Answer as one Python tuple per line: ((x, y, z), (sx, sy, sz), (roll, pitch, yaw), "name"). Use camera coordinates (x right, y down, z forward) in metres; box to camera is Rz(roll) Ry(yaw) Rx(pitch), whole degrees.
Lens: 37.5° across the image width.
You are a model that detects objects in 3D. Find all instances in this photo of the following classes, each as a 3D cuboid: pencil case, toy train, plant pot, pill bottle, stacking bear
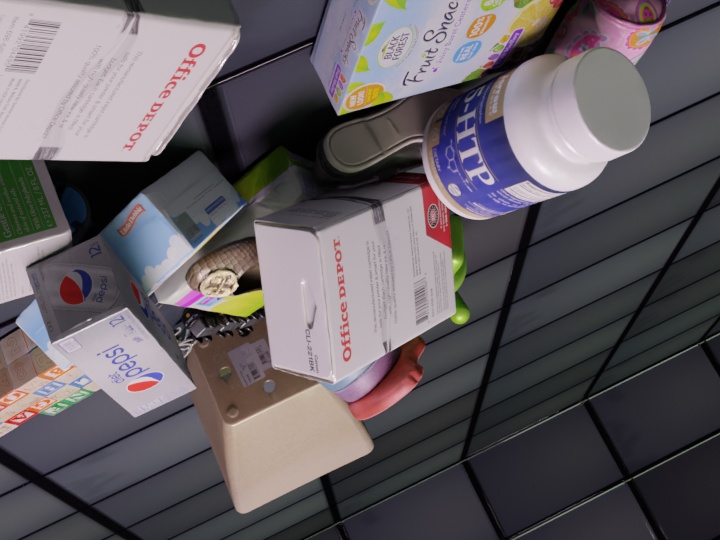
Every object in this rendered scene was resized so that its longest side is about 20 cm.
((0.224, -0.212, 1.052), (0.086, 0.088, 0.201), (-17, 156, -25), "pencil case")
((-0.154, 0.050, 1.201), (0.034, 0.046, 0.200), (-43, 171, 11), "toy train")
((-0.116, 0.152, 1.350), (0.198, 0.201, 0.178), (-24, 149, -9), "plant pot")
((0.155, -0.123, 0.946), (0.118, 0.122, 0.199), (-13, 177, -33), "pill bottle")
((-0.032, 0.064, 1.219), (0.113, 0.200, 0.122), (-39, -168, 17), "stacking bear")

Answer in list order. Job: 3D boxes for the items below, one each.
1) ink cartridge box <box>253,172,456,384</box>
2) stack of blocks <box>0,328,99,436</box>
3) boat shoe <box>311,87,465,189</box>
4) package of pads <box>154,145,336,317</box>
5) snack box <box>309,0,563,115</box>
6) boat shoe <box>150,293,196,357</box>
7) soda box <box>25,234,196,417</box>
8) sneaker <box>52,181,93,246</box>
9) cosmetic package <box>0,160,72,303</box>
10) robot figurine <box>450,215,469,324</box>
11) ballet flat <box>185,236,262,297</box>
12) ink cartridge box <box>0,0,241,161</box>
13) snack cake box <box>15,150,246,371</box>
((0.000, 0.000, 1.004), (0.083, 0.147, 0.199), (7, -159, 38), "ink cartridge box")
((-0.356, 0.117, 1.133), (0.198, 0.059, 0.115), (-31, 159, 7), "stack of blocks")
((0.036, -0.129, 1.032), (0.198, 0.068, 0.057), (-21, 169, -31), "boat shoe")
((-0.101, -0.031, 1.088), (0.199, 0.069, 0.154), (-35, 158, 20), "package of pads")
((0.072, -0.220, 0.861), (0.198, 0.068, 0.169), (-17, 159, -23), "snack box")
((-0.226, 0.074, 1.190), (0.074, 0.062, 0.200), (-11, 153, -33), "boat shoe")
((-0.195, 0.051, 0.853), (0.063, 0.069, 0.200), (-25, 157, -4), "soda box")
((-0.315, -0.004, 0.881), (0.198, 0.074, 0.082), (-21, 166, -13), "sneaker")
((-0.324, -0.022, 0.779), (0.198, 0.109, 0.085), (-19, 158, -24), "cosmetic package")
((0.053, 0.007, 1.302), (0.173, 0.117, 0.200), (15, 142, -22), "robot figurine")
((-0.078, 0.000, 1.031), (0.198, 0.047, 0.067), (-7, 150, -41), "ballet flat")
((-0.197, -0.145, 0.679), (0.198, 0.086, 0.146), (-3, 148, -45), "ink cartridge box")
((-0.206, -0.008, 0.951), (0.199, 0.067, 0.115), (-39, -172, 29), "snack cake box")
